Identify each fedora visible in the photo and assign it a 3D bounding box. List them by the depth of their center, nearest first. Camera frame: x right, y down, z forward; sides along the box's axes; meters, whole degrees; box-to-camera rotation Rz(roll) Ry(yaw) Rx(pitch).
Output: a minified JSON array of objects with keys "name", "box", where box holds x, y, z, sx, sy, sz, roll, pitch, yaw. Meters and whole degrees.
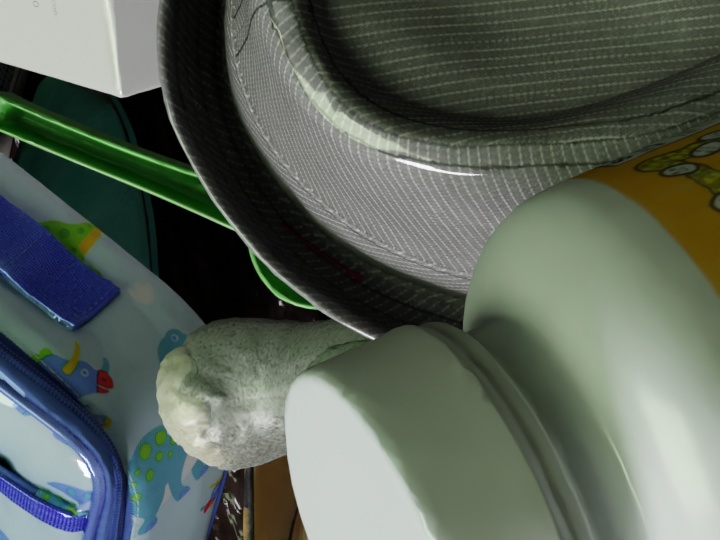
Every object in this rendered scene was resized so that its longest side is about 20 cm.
[{"name":"fedora","box":[0.053,-0.064,0.669,0.090,0.199,0.178,102,169,-83]}]

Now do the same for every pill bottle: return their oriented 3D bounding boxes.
[{"name":"pill bottle","box":[0.091,0.022,0.596,0.113,0.199,0.113,55,158,36]}]

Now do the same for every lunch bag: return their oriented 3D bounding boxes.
[{"name":"lunch bag","box":[-0.135,0.025,0.934,0.200,0.082,0.161,38,145,14]}]

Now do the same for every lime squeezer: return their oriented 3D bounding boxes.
[{"name":"lime squeezer","box":[0.000,0.000,0.745,0.200,0.071,0.038,32,92,27]}]

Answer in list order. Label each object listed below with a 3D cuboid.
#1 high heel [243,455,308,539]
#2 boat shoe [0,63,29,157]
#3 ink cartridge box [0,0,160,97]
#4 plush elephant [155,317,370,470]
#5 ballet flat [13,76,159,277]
[{"name":"high heel","box":[-0.029,0.097,0.880,0.071,0.200,0.143,-29,88,27]},{"name":"boat shoe","box":[-0.156,-0.075,1.016,0.074,0.093,0.201,31,135,18]},{"name":"ink cartridge box","box":[-0.065,-0.104,0.878,0.199,0.116,0.068,18,120,46]},{"name":"plush elephant","box":[0.052,0.094,0.789,0.199,0.156,0.165,-19,135,39]},{"name":"ballet flat","box":[-0.105,0.034,1.038,0.067,0.070,0.201,20,123,45]}]
